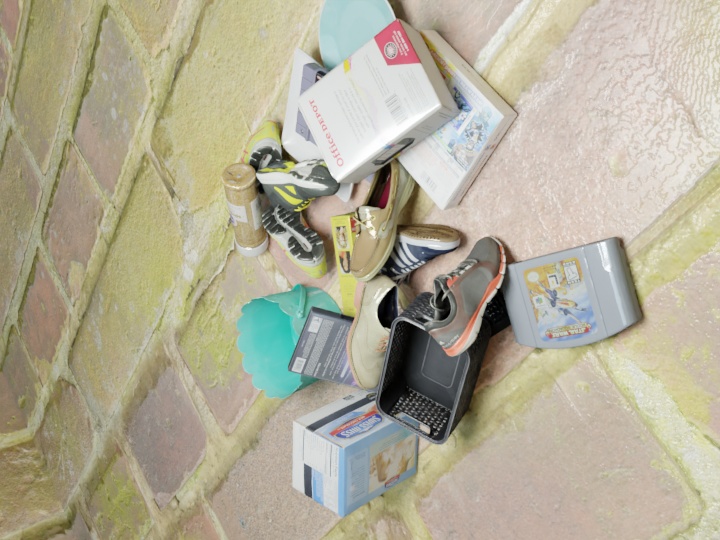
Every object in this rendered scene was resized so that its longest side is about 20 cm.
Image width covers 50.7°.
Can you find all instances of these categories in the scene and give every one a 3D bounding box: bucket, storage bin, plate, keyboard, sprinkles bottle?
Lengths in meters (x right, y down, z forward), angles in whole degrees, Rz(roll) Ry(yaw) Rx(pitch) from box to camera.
[{"bbox_3d":[-0.129,0.131,1.454,0.205,0.133,0.212,15,112,42],"label":"bucket"},{"bbox_3d":[0.113,0.155,1.205,0.133,0.094,0.203,24,124,21],"label":"storage bin"},{"bbox_3d":[0.003,-0.370,1.238,0.198,0.025,0.204,26,127,40],"label":"plate"},{"bbox_3d":[-0.058,-0.255,1.327,0.200,0.032,0.202,43,136,29],"label":"plate"},{"bbox_3d":[0.150,0.081,1.218,0.200,0.039,0.105,-41,73,44],"label":"keyboard"},{"bbox_3d":[-0.223,-0.115,1.475,0.068,0.068,0.202,42,153,29],"label":"sprinkles bottle"}]

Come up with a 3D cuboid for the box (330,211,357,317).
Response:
[{"bbox_3d":[0.000,0.000,1.327,0.049,0.074,0.205,-1,100,43],"label":"box"}]

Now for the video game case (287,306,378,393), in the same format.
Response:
[{"bbox_3d":[-0.013,0.144,1.316,0.019,0.196,0.145,-94,23,-53],"label":"video game case"}]

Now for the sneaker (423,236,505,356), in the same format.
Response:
[{"bbox_3d":[0.148,0.020,1.096,0.081,0.202,0.077,34,147,-16],"label":"sneaker"}]

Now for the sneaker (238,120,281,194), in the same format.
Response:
[{"bbox_3d":[-0.198,-0.219,1.483,0.199,0.077,0.092,-36,46,53],"label":"sneaker"}]

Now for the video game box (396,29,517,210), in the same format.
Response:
[{"bbox_3d":[0.119,-0.229,1.157,0.201,0.046,0.183,52,135,22],"label":"video game box"}]

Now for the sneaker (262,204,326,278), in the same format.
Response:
[{"bbox_3d":[-0.122,-0.056,1.429,0.201,0.077,0.091,56,173,41],"label":"sneaker"}]

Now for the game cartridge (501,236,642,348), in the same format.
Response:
[{"bbox_3d":[0.288,0.040,1.065,0.198,0.041,0.136,-17,85,47],"label":"game cartridge"}]

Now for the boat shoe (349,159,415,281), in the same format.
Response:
[{"bbox_3d":[0.021,-0.084,1.202,0.073,0.066,0.204,6,71,44],"label":"boat shoe"}]

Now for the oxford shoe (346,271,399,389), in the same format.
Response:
[{"bbox_3d":[0.025,0.105,1.228,0.073,0.070,0.205,23,118,50],"label":"oxford shoe"}]

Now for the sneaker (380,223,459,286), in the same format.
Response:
[{"bbox_3d":[0.083,-0.015,1.240,0.197,0.070,0.111,5,110,42],"label":"sneaker"}]

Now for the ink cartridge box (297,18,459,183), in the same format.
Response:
[{"bbox_3d":[0.025,-0.243,1.118,0.198,0.085,0.150,-31,79,27],"label":"ink cartridge box"}]

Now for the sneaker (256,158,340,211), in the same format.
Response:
[{"bbox_3d":[-0.102,-0.148,1.360,0.198,0.074,0.086,14,132,44],"label":"sneaker"}]

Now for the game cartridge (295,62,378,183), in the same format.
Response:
[{"bbox_3d":[-0.031,-0.245,1.250,0.199,0.038,0.132,37,137,31],"label":"game cartridge"}]

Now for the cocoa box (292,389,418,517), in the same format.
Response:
[{"bbox_3d":[-0.006,0.311,1.329,0.130,0.198,0.136,16,112,41],"label":"cocoa box"}]
